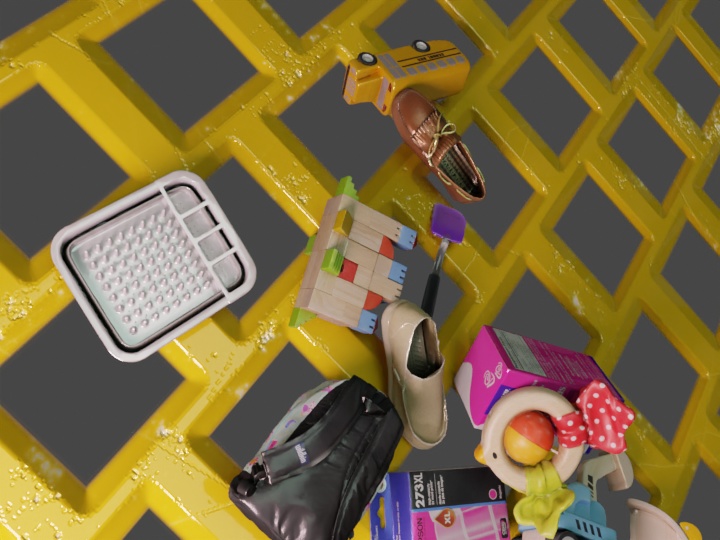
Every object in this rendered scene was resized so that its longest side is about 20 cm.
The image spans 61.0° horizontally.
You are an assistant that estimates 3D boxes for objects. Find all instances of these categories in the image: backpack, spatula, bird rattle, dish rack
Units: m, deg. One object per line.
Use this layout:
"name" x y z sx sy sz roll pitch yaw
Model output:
"backpack" -0.044 0.217 0.705 0.168 0.125 0.201 49 60 -17
"spatula" 0.116 -0.009 0.905 0.055 0.021 0.205 18 69 -5
"bird rattle" 0.233 0.216 0.759 0.160 0.113 0.203 28 106 -5
"dish rack" -0.241 -0.006 0.728 0.198 0.043 0.174 -34 91 -29

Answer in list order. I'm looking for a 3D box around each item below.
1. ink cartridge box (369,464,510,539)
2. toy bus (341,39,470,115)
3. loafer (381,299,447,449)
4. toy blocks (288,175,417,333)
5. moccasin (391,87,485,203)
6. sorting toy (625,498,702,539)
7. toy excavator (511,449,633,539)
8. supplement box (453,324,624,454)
"ink cartridge box" 0.104 0.310 0.798 0.194 0.037 0.098 3 73 -22
"toy bus" 0.069 -0.295 0.935 0.196 0.066 0.079 -24 64 -29
"loafer" 0.075 0.141 0.795 0.074 0.068 0.206 -19 101 -28
"toy blocks" 0.000 0.000 0.818 0.134 0.099 0.206 23 76 -26
"moccasin" 0.118 -0.181 0.903 0.073 0.078 0.203 -39 110 -9
"sorting toy" 0.465 0.465 0.880 0.180 0.105 0.204 43 47 -32
"toy excavator" 0.310 0.331 0.859 0.190 0.100 0.205 24 57 -18
"supplement box" 0.243 0.166 0.847 0.195 0.103 0.104 17 25 -18
